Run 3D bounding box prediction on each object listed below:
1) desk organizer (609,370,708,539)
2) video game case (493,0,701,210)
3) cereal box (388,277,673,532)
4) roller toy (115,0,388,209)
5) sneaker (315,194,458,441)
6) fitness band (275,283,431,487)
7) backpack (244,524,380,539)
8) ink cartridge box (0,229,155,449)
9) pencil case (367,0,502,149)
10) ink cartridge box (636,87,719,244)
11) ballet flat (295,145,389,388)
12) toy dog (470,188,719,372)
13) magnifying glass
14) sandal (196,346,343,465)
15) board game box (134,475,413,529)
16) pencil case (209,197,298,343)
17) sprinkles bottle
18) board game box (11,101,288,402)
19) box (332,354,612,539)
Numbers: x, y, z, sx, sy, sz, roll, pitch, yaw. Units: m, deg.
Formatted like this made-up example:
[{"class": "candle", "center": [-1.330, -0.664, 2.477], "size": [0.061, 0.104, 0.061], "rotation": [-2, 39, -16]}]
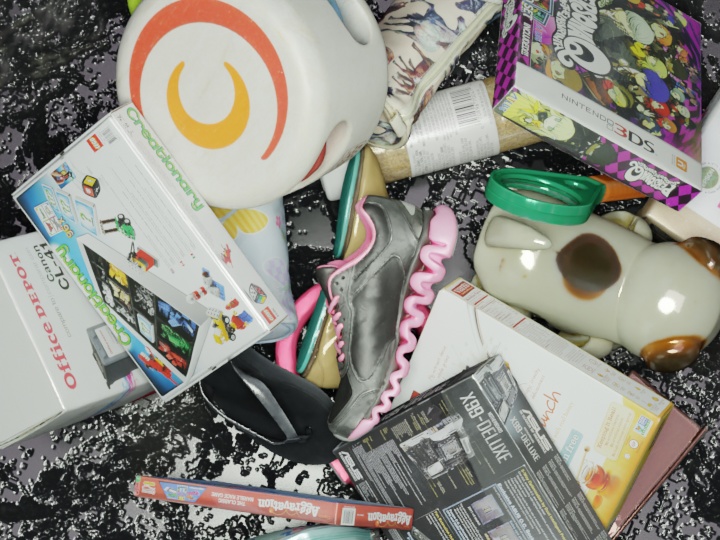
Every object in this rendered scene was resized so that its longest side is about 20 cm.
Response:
[{"class": "desk organizer", "center": [0.187, 0.182, 1.585], "size": [0.077, 0.072, 0.200], "rotation": [40, 86, 7]}, {"class": "video game case", "center": [0.193, -0.164, 1.549], "size": [0.181, 0.036, 0.200], "rotation": [27, 45, -19]}, {"class": "cereal box", "center": [0.127, 0.115, 1.519], "size": [0.200, 0.040, 0.144], "rotation": [30, 119, 16]}, {"class": "roller toy", "center": [-0.078, -0.145, 1.473], "size": [0.182, 0.140, 0.200], "rotation": [7, 109, 27]}, {"class": "sneaker", "center": [0.002, 0.032, 1.516], "size": [0.095, 0.079, 0.200], "rotation": [20, 89, -13]}, {"class": "fitness band", "center": [0.015, 0.097, 1.614], "size": [0.144, 0.037, 0.200], "rotation": [-33, 86, -6]}, {"class": "backpack", "center": [-0.050, 0.275, 1.500], "size": [0.177, 0.200, 0.151], "rotation": [-16, 86, 12]}, {"class": "ink cartridge box", "center": [-0.226, 0.041, 1.535], "size": [0.086, 0.200, 0.148], "rotation": [-29, 85, 31]}, {"class": "pencil case", "center": [0.050, -0.183, 1.580], "size": [0.200, 0.089, 0.078], "rotation": [-54, 128, -31]}, {"class": "ink cartridge box", "center": [0.349, -0.078, 1.609], "size": [0.165, 0.075, 0.200], "rotation": [33, 86, 3]}, {"class": "ballet flat", "center": [0.000, 0.000, 1.574], "size": [0.063, 0.069, 0.200], "rotation": [14, 98, -9]}, {"class": "toy dog", "center": [0.196, 0.001, 1.549], "size": [0.200, 0.194, 0.140], "rotation": [20, 72, 9]}, {"class": "magnifying glass", "center": [0.170, -0.061, 1.513], "size": [0.080, 0.200, 0.022], "rotation": [28, 114, 33]}, {"class": "sandal", "center": [-0.095, 0.097, 1.542], "size": [0.200, 0.043, 0.076], "rotation": [40, 126, -19]}, {"class": "board game box", "center": [-0.069, 0.182, 1.522], "size": [0.200, 0.103, 0.019], "rotation": [3, 83, 36]}, {"class": "pencil case", "center": [-0.098, -0.037, 1.589], "size": [0.083, 0.091, 0.200], "rotation": [-6, 77, 3]}, {"class": "sprinkles bottle", "center": [0.059, -0.115, 1.618], "size": [0.200, 0.068, 0.068], "rotation": [-15, 84, -1]}, {"class": "board game box", "center": [-0.161, -0.012, 1.464], "size": [0.126, 0.035, 0.200], "rotation": [-33, 94, 35]}, {"class": "box", "center": [0.092, 0.186, 1.509], "size": [0.158, 0.050, 0.200], "rotation": [-32, 89, 36]}]
